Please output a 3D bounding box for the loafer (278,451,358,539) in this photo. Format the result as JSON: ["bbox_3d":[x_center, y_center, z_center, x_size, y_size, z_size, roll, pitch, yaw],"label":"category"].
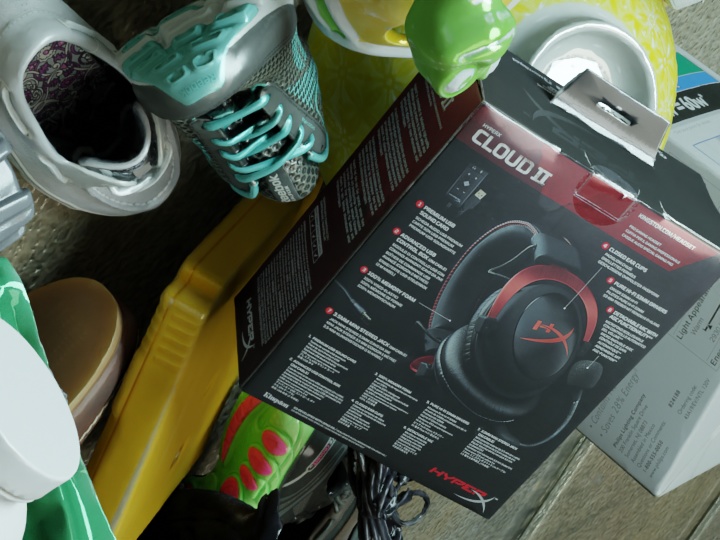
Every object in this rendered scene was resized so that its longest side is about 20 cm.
[{"bbox_3d":[-0.027,0.133,1.265,0.063,0.072,0.201,-25,148,-29],"label":"loafer"}]

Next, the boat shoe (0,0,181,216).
[{"bbox_3d":[-0.114,-0.065,0.859,0.072,0.068,0.200,-44,153,-10],"label":"boat shoe"}]

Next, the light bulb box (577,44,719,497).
[{"bbox_3d":[0.179,-0.010,1.237,0.124,0.200,0.199,-16,140,-49],"label":"light bulb box"}]

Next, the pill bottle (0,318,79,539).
[{"bbox_3d":[-0.215,0.099,0.815,0.199,0.113,0.112,-32,157,12],"label":"pill bottle"}]

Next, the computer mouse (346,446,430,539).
[{"bbox_3d":[0.043,0.060,1.141,0.200,0.052,0.139,-53,159,-26],"label":"computer mouse"}]

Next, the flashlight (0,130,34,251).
[{"bbox_3d":[-0.224,0.005,0.786,0.199,0.068,0.068,-34,150,-29],"label":"flashlight"}]

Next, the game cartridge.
[{"bbox_3d":[-0.089,0.051,1.028,0.201,0.032,0.176,-66,174,28],"label":"game cartridge"}]

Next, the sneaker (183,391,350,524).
[{"bbox_3d":[-0.051,0.130,1.164,0.083,0.077,0.200,0,148,-28],"label":"sneaker"}]

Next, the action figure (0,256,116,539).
[{"bbox_3d":[-0.168,0.065,0.887,0.117,0.055,0.202,-9,107,1],"label":"action figure"}]

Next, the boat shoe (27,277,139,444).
[{"bbox_3d":[-0.178,0.086,0.966,0.200,0.071,0.070,-42,147,6],"label":"boat shoe"}]

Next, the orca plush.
[{"bbox_3d":[-0.115,0.165,1.116,0.071,0.200,0.106,1,88,-29],"label":"orca plush"}]

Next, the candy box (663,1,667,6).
[{"bbox_3d":[0.108,-0.153,1.100,0.200,0.056,0.117,-45,153,-11],"label":"candy box"}]

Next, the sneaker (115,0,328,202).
[{"bbox_3d":[-0.044,-0.071,0.845,0.077,0.092,0.200,-26,-175,8],"label":"sneaker"}]

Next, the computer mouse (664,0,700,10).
[{"bbox_3d":[0.202,-0.206,1.057,0.110,0.044,0.201,77,31,-43],"label":"computer mouse"}]

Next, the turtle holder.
[{"bbox_3d":[0.031,-0.153,0.826,0.140,0.185,0.133,-17,134,-38],"label":"turtle holder"}]

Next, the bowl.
[{"bbox_3d":[0.082,-0.086,0.982,0.199,0.108,0.202,-6,105,-24],"label":"bowl"}]

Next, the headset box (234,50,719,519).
[{"bbox_3d":[0.058,-0.003,0.911,0.148,0.075,0.200,28,117,-23],"label":"headset box"}]

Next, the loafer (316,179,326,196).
[{"bbox_3d":[0.000,0.000,1.127,0.068,0.076,0.201,-32,159,-33],"label":"loafer"}]
